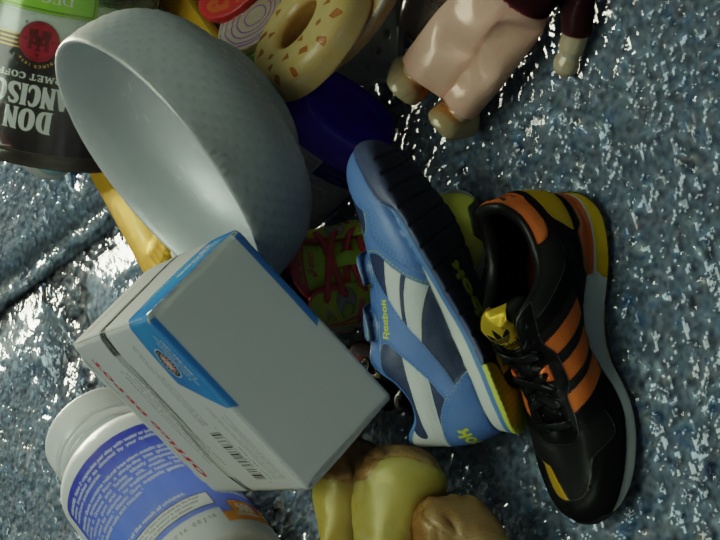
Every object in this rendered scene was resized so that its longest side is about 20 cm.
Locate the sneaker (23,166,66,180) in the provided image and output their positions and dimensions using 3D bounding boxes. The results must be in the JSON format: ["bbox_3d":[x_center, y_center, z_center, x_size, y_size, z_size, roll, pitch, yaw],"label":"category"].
[{"bbox_3d":[-0.224,-0.174,1.520,0.130,0.079,0.201,0,89,50],"label":"sneaker"}]

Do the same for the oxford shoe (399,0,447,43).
[{"bbox_3d":[0.068,-0.225,1.195,0.071,0.073,0.200,54,126,35],"label":"oxford shoe"}]

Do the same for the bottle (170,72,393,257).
[{"bbox_3d":[-0.062,-0.057,1.326,0.200,0.083,0.066,-42,26,41],"label":"bottle"}]

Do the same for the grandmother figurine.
[{"bbox_3d":[0.094,-0.172,1.162,0.200,0.121,0.061,-46,15,36],"label":"grandmother figurine"}]

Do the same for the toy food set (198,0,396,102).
[{"bbox_3d":[-0.035,-0.205,1.254,0.198,0.049,0.201,22,88,55],"label":"toy food set"}]

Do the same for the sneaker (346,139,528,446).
[{"bbox_3d":[0.030,0.019,1.166,0.082,0.074,0.201,-24,88,27],"label":"sneaker"}]

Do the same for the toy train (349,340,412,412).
[{"bbox_3d":[0.008,0.069,1.281,0.199,0.034,0.046,5,81,49],"label":"toy train"}]

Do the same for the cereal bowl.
[{"bbox_3d":[-0.100,-0.086,1.214,0.200,0.083,0.200,42,159,20],"label":"cereal bowl"}]

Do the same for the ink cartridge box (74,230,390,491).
[{"bbox_3d":[-0.088,0.064,1.223,0.145,0.084,0.200,47,160,-10],"label":"ink cartridge box"}]

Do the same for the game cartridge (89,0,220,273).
[{"bbox_3d":[-0.147,-0.115,1.439,0.176,0.032,0.201,55,130,45],"label":"game cartridge"}]

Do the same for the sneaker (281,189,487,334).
[{"bbox_3d":[0.000,0.000,1.248,0.200,0.090,0.079,-25,68,43],"label":"sneaker"}]

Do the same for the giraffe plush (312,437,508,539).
[{"bbox_3d":[-0.017,0.218,1.163,0.172,0.162,0.201,6,109,52],"label":"giraffe plush"}]

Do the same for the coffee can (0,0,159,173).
[{"bbox_3d":[-0.221,-0.188,1.401,0.146,0.146,0.201,27,112,46],"label":"coffee can"}]

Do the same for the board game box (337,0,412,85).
[{"bbox_3d":[-0.030,-0.225,1.342,0.199,0.026,0.201,0,88,49],"label":"board game box"}]

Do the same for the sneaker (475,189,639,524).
[{"bbox_3d":[0.104,0.050,1.127,0.070,0.090,0.201,-15,76,47],"label":"sneaker"}]

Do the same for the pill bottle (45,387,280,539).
[{"bbox_3d":[-0.149,0.173,1.391,0.200,0.112,0.113,44,120,40],"label":"pill bottle"}]
